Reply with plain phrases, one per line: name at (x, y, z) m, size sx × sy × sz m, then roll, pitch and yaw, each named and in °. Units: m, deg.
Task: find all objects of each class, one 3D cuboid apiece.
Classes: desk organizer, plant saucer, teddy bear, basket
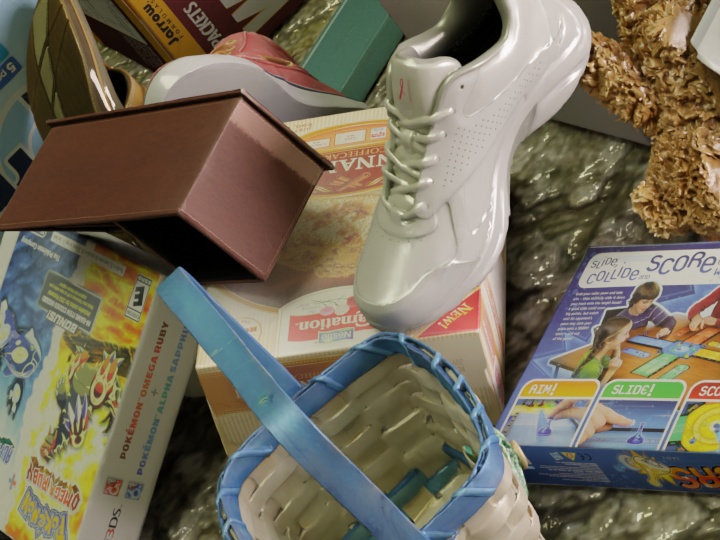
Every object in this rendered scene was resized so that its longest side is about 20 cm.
desk organizer at (-0.113, -0.040, 1.291) m, size 0.200 × 0.072 × 0.077 m, roll -3°, pitch 54°, yaw 53°
plant saucer at (-0.006, -0.150, 1.570) m, size 0.070 × 0.019 × 0.200 m, roll 0°, pitch 49°, yaw 45°
teddy bear at (0.180, -0.108, 1.234) m, size 0.145 × 0.200 × 0.067 m, roll -21°, pitch -12°, yaw -17°
basket at (-0.008, 0.091, 1.113) m, size 0.139 × 0.200 × 0.176 m, roll -46°, pitch 35°, yaw 3°

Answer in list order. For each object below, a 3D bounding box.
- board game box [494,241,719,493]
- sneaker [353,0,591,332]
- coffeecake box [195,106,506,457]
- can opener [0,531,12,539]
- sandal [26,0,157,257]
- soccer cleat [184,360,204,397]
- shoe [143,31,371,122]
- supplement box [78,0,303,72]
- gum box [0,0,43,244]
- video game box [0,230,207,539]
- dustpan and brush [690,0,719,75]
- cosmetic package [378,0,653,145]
board game box at (0.171, 0.045, 1.143) m, size 0.200 × 0.034 × 0.135 m, roll -1°, pitch 49°, yaw 44°
sneaker at (0.036, -0.068, 1.190) m, size 0.078 × 0.099 × 0.200 m, roll 17°, pitch 80°, yaw 41°
coffeecake box at (0.000, 0.000, 1.295) m, size 0.153 × 0.073 × 0.200 m, roll -8°, pitch 41°, yaw 11°
can opener at (-0.268, 0.223, 1.347) m, size 0.200 × 0.063 × 0.079 m, roll -36°, pitch 33°, yaw 5°
sandal at (-0.149, -0.084, 1.445) m, size 0.054 × 0.200 × 0.080 m, roll -16°, pitch -22°, yaw -40°
soccer cleat at (-0.060, 0.001, 1.416) m, size 0.073 × 0.068 × 0.200 m, roll 1°, pitch 40°, yaw 13°
shoe at (-0.078, -0.103, 1.420) m, size 0.091 × 0.200 × 0.071 m, roll 35°, pitch 106°, yaw 34°
supplement box at (-0.124, -0.258, 1.710) m, size 0.197 × 0.133 × 0.200 m, roll -45°, pitch 33°, yaw -9°
gum box at (-0.226, -0.065, 1.519) m, size 0.170 × 0.200 × 0.045 m, roll -45°, pitch 32°, yaw -8°
video game box at (-0.174, 0.069, 1.384) m, size 0.200 × 0.047 × 0.182 m, roll 22°, pitch 98°, yaw 54°
dustpan and brush at (0.279, -0.122, 1.152) m, size 0.140 × 0.200 × 0.057 m, roll -63°, pitch -5°, yaw 9°
cosmetic package at (0.140, -0.197, 1.382) m, size 0.200 × 0.123 × 0.199 m, roll -48°, pitch 34°, yaw -14°
